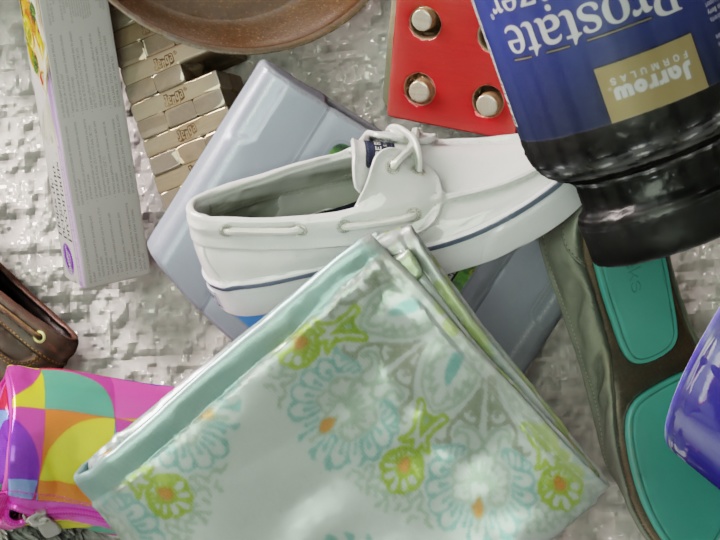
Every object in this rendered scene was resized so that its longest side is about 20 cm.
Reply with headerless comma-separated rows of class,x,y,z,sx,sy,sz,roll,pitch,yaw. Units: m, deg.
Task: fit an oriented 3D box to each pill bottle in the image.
pill bottle,0.114,-0.109,1.243,0.112,0.112,0.200,-17,100,18

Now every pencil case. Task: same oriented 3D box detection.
pencil case,-0.093,0.101,1.348,0.200,0.088,0.088,7,91,-16

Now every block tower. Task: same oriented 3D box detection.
block tower,-0.089,-0.095,1.443,0.054,0.058,0.200,-21,81,17

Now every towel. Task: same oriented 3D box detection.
towel,-0.008,0.098,1.283,0.200,0.048,0.171,-39,96,4

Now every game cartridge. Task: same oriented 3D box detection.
game cartridge,0.000,0.000,1.383,0.200,0.040,0.133,31,103,-5

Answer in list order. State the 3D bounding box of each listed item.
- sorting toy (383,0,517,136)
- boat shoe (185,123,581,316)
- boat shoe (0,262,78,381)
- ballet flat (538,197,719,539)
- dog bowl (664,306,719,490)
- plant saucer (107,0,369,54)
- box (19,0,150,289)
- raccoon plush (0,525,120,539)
sorting toy,0.105,-0.150,1.337,0.200,0.070,0.199,13,112,20
boat shoe,0.013,-0.035,1.312,0.200,0.074,0.065,-19,123,5
boat shoe,-0.231,-0.013,1.485,0.070,0.070,0.200,-44,84,20
ballet flat,0.137,0.046,1.355,0.067,0.064,0.200,-21,106,-21
dog bowl,0.230,0.025,1.251,0.079,0.200,0.200,36,100,19
plant saucer,-0.074,-0.203,1.405,0.200,0.037,0.200,5,75,-20
box,-0.148,-0.092,1.433,0.041,0.039,0.200,-15,107,-20
raccoon plush,-0.119,0.120,1.405,0.200,0.134,0.097,-11,84,19
